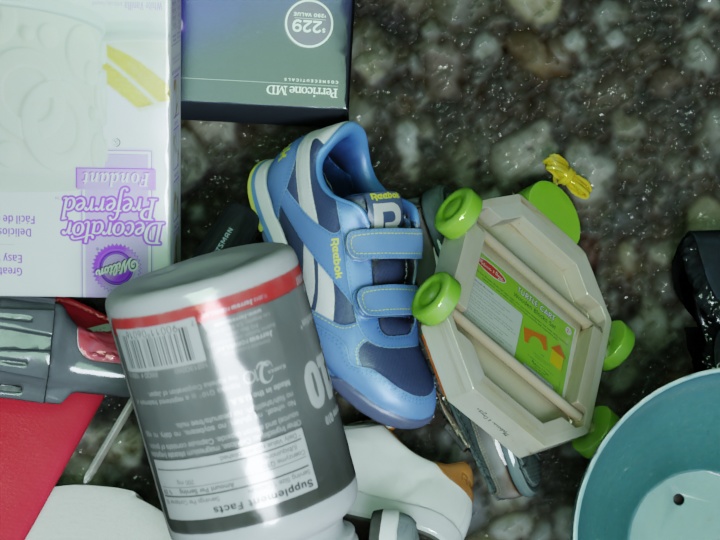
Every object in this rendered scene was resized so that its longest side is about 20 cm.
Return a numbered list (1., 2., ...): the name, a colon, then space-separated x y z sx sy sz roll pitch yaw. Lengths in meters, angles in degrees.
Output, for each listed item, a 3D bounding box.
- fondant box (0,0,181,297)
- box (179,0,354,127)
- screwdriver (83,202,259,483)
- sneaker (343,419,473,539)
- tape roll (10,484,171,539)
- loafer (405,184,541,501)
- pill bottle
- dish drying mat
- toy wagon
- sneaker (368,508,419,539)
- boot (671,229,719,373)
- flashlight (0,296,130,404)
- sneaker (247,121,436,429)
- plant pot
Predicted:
1. fondant box: -0.180 -0.087 1.358 0.143 0.058 0.201 1 102 1
2. box: -0.103 -0.167 1.426 0.198 0.079 0.142 2 87 0
3. screwdriver: -0.117 0.039 1.353 0.029 0.028 0.200 43 62 -18
4. sneaker: -0.025 0.124 1.414 0.199 0.073 0.085 17 50 9
5. tape roll: -0.176 0.226 1.368 0.201 0.037 0.204 -5 63 9
6. loafer: 0.058 0.050 1.419 0.063 0.072 0.201 -20 78 17
7. pill bottle: -0.066 0.094 1.305 0.113 0.114 0.201 -15 99 -2
8. dish drying mat: -0.215 0.105 1.398 0.076 0.018 0.201 27 68 1
9. toy wagon: 0.103 0.016 1.394 0.155 0.039 0.201 40 45 -26
10. sneaker: 0.070 0.232 1.330 0.120 0.084 0.201 -8 94 5
11. boot: 0.278 -0.024 1.414 0.167 0.076 0.202 -3 91 -5
12. flashlight: -0.126 0.047 1.394 0.199 0.068 0.068 8 126 -9
13. sneaker: 0.000 0.000 1.380 0.082 0.074 0.201 -38 67 32
14. plant pot: 0.215 0.163 1.364 0.199 0.135 0.202 0 82 -4
